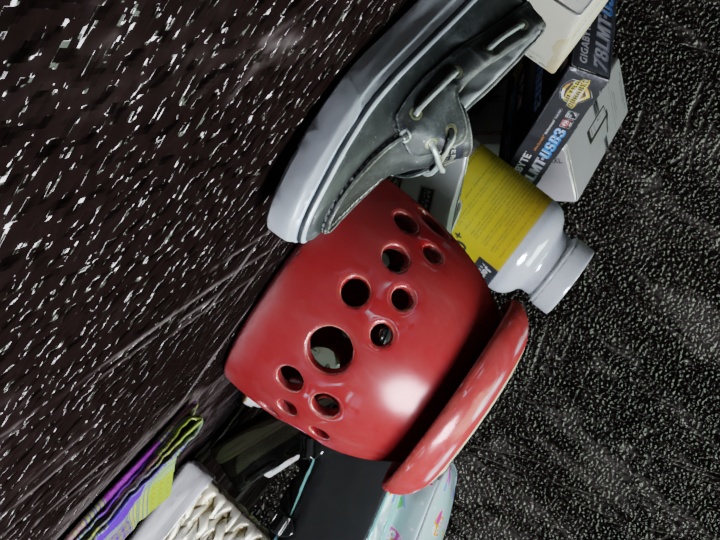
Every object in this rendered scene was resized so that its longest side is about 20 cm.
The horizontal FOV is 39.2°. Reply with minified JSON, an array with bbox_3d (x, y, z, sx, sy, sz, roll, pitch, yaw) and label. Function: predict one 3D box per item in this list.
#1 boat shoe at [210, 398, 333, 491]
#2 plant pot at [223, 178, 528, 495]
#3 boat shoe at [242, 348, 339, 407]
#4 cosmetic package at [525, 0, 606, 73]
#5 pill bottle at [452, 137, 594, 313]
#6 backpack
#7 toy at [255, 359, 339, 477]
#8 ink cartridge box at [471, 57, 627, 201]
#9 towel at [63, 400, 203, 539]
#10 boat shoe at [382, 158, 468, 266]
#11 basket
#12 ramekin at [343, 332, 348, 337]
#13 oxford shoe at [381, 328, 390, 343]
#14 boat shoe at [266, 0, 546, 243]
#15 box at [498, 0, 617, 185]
[{"bbox_3d":[-0.058,0.164,1.048,0.199,0.067,0.072,-27,-173,7],"label":"boat shoe"},{"bbox_3d":[0.021,0.053,0.790,0.202,0.181,0.200,-55,176,-5],"label":"plant pot"},{"bbox_3d":[-0.054,0.094,0.987,0.071,0.069,0.200,-55,175,19],"label":"boat shoe"},{"bbox_3d":[0.149,-0.220,0.730,0.104,0.073,0.200,-54,176,5],"label":"cosmetic package"},{"bbox_3d":[0.138,-0.050,1.043,0.112,0.199,0.112,-51,174,-7],"label":"pill bottle"},{"bbox_3d":[0.007,0.218,0.940,0.200,0.151,0.178,62,47,-83],"label":"backpack"},{"bbox_3d":[-0.059,0.149,1.143,0.199,0.047,0.115,-38,141,5],"label":"toy"},{"bbox_3d":[0.227,-0.175,1.246,0.201,0.144,0.085,-53,134,-38],"label":"ink cartridge box"},{"bbox_3d":[-0.184,0.193,0.709,0.200,0.023,0.144,-49,172,-44],"label":"towel"},{"bbox_3d":[0.058,-0.049,0.908,0.064,0.070,0.202,-53,164,-61],"label":"boat shoe"},{"bbox_3d":[-0.173,0.299,0.963,0.201,0.123,0.136,-53,176,-12],"label":"basket"},{"bbox_3d":[-0.009,0.101,1.272,0.201,0.104,0.200,-54,175,-6],"label":"ramekin"},{"bbox_3d":[0.055,0.029,1.178,0.072,0.084,0.201,-36,-157,41],"label":"oxford shoe"},{"bbox_3d":[0.031,-0.085,0.531,0.201,0.071,0.072,-52,175,-16],"label":"boat shoe"},{"bbox_3d":[0.206,-0.215,1.068,0.199,0.049,0.202,116,-12,-58],"label":"box"}]
